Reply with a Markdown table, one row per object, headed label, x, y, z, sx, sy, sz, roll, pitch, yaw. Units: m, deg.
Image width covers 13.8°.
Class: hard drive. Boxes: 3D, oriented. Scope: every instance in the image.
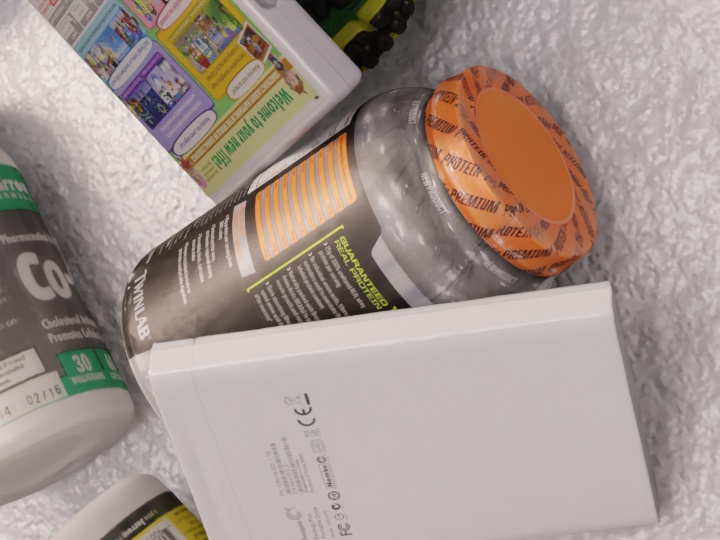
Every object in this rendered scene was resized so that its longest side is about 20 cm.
| label | x | y | z | sx | sy | sz | roll | pitch | yaw |
| --- | --- | --- | --- | --- | --- | --- | --- | --- | --- |
| hard drive | 0.021 | 0.071 | 1.292 | 0.199 | 0.027 | 0.132 | -7 | 132 | 11 |

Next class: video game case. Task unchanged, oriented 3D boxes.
| label | x | y | z | sx | sy | sz | roll | pitch | yaw |
| --- | --- | --- | --- | --- | --- | --- | --- | --- | --- |
| video game case | -0.093 | -0.121 | 1.321 | 0.182 | 0.022 | 0.200 | 47 | 159 | -3 |

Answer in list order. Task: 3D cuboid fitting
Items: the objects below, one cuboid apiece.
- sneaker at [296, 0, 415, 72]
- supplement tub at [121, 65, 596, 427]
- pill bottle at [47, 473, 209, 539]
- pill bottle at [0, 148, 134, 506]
| label | x | y | z | sx | sy | sz | roll | pitch | yaw |
| --- | --- | --- | --- | --- | --- | --- | --- | --- | --- |
| sneaker | 0.015 | -0.168 | 1.338 | 0.200 | 0.078 | 0.085 | -38 | 42 | 15 |
| supplement tub | 0.000 | 0.000 | 1.329 | 0.200 | 0.122 | 0.123 | -32 | 76 | 29 |
| pill bottle | -0.071 | 0.200 | 1.368 | 0.200 | 0.112 | 0.112 | 46 | 115 | 8 |
| pill bottle | -0.201 | 0.009 | 1.458 | 0.113 | 0.113 | 0.201 | -35 | 76 | 28 |
